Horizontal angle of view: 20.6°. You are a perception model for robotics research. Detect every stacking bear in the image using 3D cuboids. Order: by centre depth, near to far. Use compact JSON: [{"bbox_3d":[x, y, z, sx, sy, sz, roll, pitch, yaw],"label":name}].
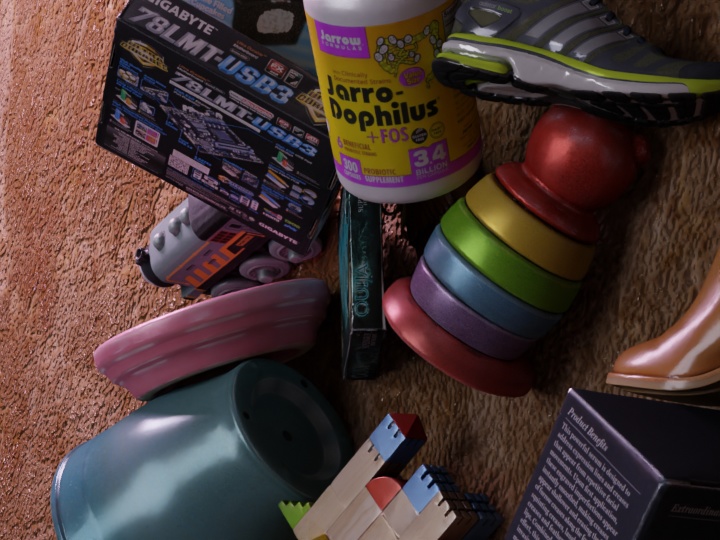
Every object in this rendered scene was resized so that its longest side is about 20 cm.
[{"bbox_3d":[0.113,-0.025,1.339,0.121,0.114,0.200,37,105,11],"label":"stacking bear"}]

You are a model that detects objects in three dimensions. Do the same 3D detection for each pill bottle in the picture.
[{"bbox_3d":[0.019,-0.153,1.327,0.104,0.104,0.200,44,150,55],"label":"pill bottle"}]

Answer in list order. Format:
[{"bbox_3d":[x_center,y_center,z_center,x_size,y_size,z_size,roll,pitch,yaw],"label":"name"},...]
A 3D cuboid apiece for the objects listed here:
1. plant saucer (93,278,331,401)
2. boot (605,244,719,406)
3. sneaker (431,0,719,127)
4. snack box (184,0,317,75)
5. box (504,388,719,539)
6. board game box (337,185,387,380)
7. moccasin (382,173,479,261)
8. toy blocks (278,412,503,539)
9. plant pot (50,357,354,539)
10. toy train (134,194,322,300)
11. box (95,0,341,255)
[{"bbox_3d":[-0.116,0.061,1.617,0.200,0.200,0.051,-28,78,53],"label":"plant saucer"},{"bbox_3d":[0.225,-0.004,1.171,0.200,0.077,0.156,-19,66,53],"label":"boot"},{"bbox_3d":[0.149,-0.144,1.259,0.074,0.200,0.081,58,-136,-77],"label":"sneaker"},{"bbox_3d":[-0.068,-0.222,1.522,0.116,0.200,0.037,-67,16,-3],"label":"snack box"},{"bbox_3d":[0.166,0.185,1.145,0.107,0.148,0.200,47,120,53],"label":"box"},{"bbox_3d":[0.000,0.000,1.495,0.200,0.028,0.136,98,170,-76],"label":"board game box"},{"bbox_3d":[0.047,-0.071,1.488,0.074,0.078,0.202,-40,48,48],"label":"moccasin"},{"bbox_3d":[0.039,0.198,1.416,0.137,0.100,0.200,-51,52,23],"label":"toy blocks"},{"bbox_3d":[-0.112,0.172,1.584,0.188,0.200,0.200,-40,47,27],"label":"plant pot"},{"bbox_3d":[-0.113,-0.034,1.707,0.200,0.114,0.085,-35,52,50],"label":"toy train"},{"bbox_3d":[-0.103,-0.112,1.528,0.050,0.200,0.199,-61,-2,-28],"label":"box"}]
